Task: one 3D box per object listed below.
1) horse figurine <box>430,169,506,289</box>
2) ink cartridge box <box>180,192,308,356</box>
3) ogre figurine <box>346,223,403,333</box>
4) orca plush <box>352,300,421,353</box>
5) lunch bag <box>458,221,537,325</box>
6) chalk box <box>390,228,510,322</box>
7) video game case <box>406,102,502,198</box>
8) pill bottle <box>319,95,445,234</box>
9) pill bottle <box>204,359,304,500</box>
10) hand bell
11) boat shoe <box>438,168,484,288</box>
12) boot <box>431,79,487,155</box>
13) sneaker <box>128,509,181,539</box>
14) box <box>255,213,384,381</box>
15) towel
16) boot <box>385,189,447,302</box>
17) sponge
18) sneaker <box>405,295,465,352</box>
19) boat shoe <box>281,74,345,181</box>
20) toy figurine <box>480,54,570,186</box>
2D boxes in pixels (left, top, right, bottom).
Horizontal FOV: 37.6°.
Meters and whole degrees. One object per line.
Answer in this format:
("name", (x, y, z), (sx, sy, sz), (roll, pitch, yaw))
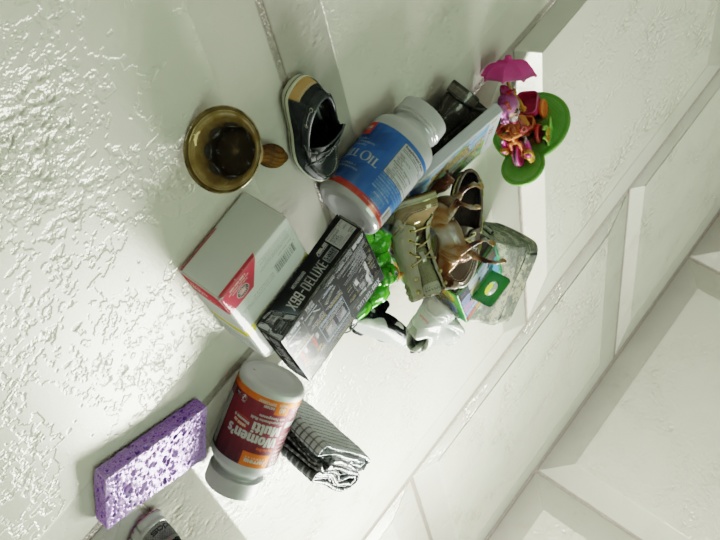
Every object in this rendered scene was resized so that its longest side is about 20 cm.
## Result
("horse figurine", (0.157, -0.069, 1.738), (0.050, 0.131, 0.202), (-32, 106, -50))
("ink cartridge box", (-0.146, 0.011, 1.474), (0.146, 0.083, 0.200), (-53, 153, -15))
("ogre figurine", (0.000, 0.000, 1.718), (0.119, 0.098, 0.202), (-21, 109, -32))
("orca plush", (0.056, 0.088, 1.897), (0.198, 0.105, 0.072), (20, 71, -31))
("lunch bag", (0.243, 0.002, 2.091), (0.167, 0.139, 0.202), (-6, 122, -59))
("chalk box", (0.174, -0.002, 1.894), (0.125, 0.199, 0.124), (-51, 154, -13))
("video game case", (0.148, -0.179, 1.755), (0.200, 0.022, 0.182), (-41, 171, -7))
("pill bottle", (0.038, -0.163, 1.590), (0.201, 0.112, 0.113), (-52, 153, -17))
("pill bottle", (-0.170, 0.251, 1.656), (0.109, 0.109, 0.202), (-6, 122, -58))
("hand bell", (-0.137, -0.149, 1.353), (0.105, 0.103, 0.200), (-64, 167, 10))
("boat shoe", (0.174, -0.073, 1.799), (0.060, 0.071, 0.203), (88, 10, -83))
("boot", (0.133, -0.221, 1.765), (0.175, 0.069, 0.200), (-53, 159, 7))
("sneaker", (-0.330, 0.473, 1.628), (0.074, 0.087, 0.202), (5, 113, -61))
("box", (-0.052, 0.042, 1.524), (0.201, 0.049, 0.158), (-54, 154, -14))
("towel", (-0.089, 0.293, 1.782), (0.086, 0.165, 0.200), (-53, 154, 2))
("boot", (0.098, -0.036, 1.708), (0.071, 0.156, 0.200), (-15, 170, -17))
("sponge", (-0.302, 0.279, 1.541), (0.199, 0.030, 0.113), (-34, 144, -41))
("sneaker", (0.121, 0.104, 1.864), (0.099, 0.078, 0.200), (-45, 156, -1))
("boat shoe", (-0.057, -0.185, 1.454), (0.075, 0.062, 0.201), (-50, 154, -21))
("toy figurine", (0.266, -0.280, 1.847), (0.184, 0.149, 0.202), (47, 52, -51))
